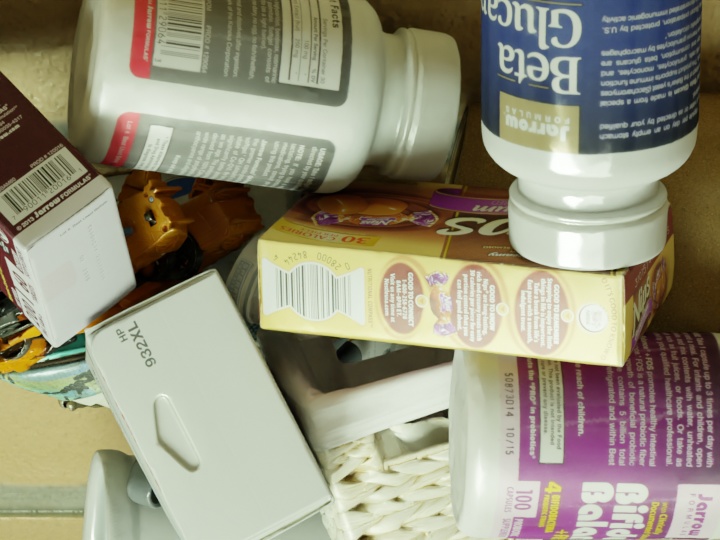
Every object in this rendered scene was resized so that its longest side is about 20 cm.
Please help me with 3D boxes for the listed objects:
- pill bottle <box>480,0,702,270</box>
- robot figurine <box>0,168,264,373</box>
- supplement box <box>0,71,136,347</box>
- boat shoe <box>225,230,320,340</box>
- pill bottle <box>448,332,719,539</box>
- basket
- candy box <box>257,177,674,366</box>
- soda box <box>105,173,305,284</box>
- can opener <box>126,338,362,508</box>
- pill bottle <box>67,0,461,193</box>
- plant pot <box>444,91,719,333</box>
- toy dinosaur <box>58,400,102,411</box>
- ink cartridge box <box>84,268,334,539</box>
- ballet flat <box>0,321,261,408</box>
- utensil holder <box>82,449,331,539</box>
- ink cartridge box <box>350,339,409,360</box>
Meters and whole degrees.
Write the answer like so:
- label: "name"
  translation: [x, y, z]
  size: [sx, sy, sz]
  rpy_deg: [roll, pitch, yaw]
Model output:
- label: "pill bottle"
  translation: [0.115, -0.107, 1.444]
  size: [0.111, 0.111, 0.201]
  rpy_deg: [-1, 112, 0]
- label: "robot figurine"
  translation: [-0.160, 0.003, 1.637]
  size: [0.200, 0.058, 0.145]
  rpy_deg: [-28, 167, 27]
- label: "supplement box"
  translation: [-0.208, -0.064, 1.529]
  size: [0.061, 0.200, 0.109]
  rpy_deg: [-37, 154, -16]
- label: "boat shoe"
  translation: [0.000, 0.000, 1.682]
  size: [0.068, 0.072, 0.200]
  rpy_deg: [30, -162, 23]
- label: "pill bottle"
  translation: [0.150, 0.088, 1.534]
  size: [0.199, 0.113, 0.112]
  rpy_deg: [0, 151, -4]
- label: "basket"
  translation: [0.028, 0.092, 1.682]
  size: [0.135, 0.124, 0.200]
  rpy_deg: [-16, -166, -6]
- label: "candy box"
  translation: [0.057, -0.002, 1.530]
  size: [0.199, 0.117, 0.057]
  rpy_deg: [4, 111, 18]
- label: "soda box"
  translation: [-0.132, -0.015, 1.738]
  size: [0.199, 0.068, 0.064]
  rpy_deg: [-7, 149, 11]
- label: "can opener"
  translation: [-0.071, 0.083, 1.817]
  size: [0.066, 0.200, 0.053]
  rpy_deg: [16, 127, 33]
- label: "pill bottle"
  translation: [-0.052, -0.101, 1.546]
  size: [0.199, 0.111, 0.111]
  rpy_deg: [8, 150, -14]
- label: "plant pot"
  translation: [0.147, -0.029, 1.637]
  size: [0.199, 0.187, 0.187]
  rpy_deg: [14, 149, -3]
- label: "toy dinosaur"
  translation: [-0.106, 0.109, 1.960]
  size: [0.200, 0.058, 0.101]
  rpy_deg: [28, 178, -35]
- label: "ink cartridge box"
  translation: [-0.088, 0.086, 1.617]
  size: [0.084, 0.145, 0.200]
  rpy_deg: [-27, 178, -7]
- label: "ballet flat"
  translation: [-0.125, 0.053, 1.777]
  size: [0.200, 0.074, 0.074]
  rpy_deg: [-20, 155, -18]
- label: "utensil holder"
  translation: [-0.074, 0.203, 1.858]
  size: [0.199, 0.170, 0.170]
  rpy_deg: [2, 151, -11]
- label: "ink cartridge box"
  translation: [0.095, 0.069, 1.877]
  size: [0.146, 0.083, 0.200]
  rpy_deg: [19, 146, -30]
